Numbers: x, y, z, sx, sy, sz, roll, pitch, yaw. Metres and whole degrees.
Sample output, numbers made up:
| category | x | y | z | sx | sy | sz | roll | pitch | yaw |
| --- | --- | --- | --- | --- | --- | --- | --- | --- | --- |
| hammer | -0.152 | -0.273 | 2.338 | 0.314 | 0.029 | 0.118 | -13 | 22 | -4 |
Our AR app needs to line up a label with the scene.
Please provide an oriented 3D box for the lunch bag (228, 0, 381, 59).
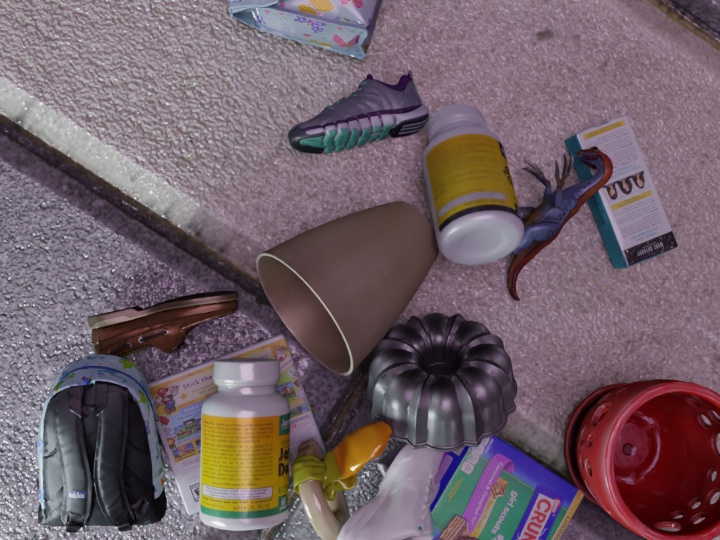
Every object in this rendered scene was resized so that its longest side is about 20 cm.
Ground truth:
| category | x | y | z | sx | sy | sz | roll | pitch | yaw |
| --- | --- | --- | --- | --- | --- | --- | --- | --- | --- |
| lunch bag | -0.066 | -0.397 | 1.088 | 0.199 | 0.127 | 0.170 | 16 | 83 | 1 |

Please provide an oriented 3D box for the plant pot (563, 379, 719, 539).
| category | x | y | z | sx | sy | sz | roll | pitch | yaw |
| --- | --- | --- | --- | --- | --- | --- | --- | --- | --- |
| plant pot | 0.379 | 0.238 | 1.076 | 0.200 | 0.182 | 0.201 | 0 | 88 | -6 |

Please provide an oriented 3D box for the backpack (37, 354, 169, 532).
| category | x | y | z | sx | sy | sz | roll | pitch | yaw |
| --- | --- | --- | --- | --- | --- | --- | --- | --- | --- |
| backpack | -0.324 | 0.205 | 1.018 | 0.163 | 0.154 | 0.200 | -2 | 123 | -3 |

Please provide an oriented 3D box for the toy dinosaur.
| category | x | y | z | sx | sy | sz | roll | pitch | yaw |
| --- | --- | --- | --- | --- | --- | --- | --- | --- | --- |
| toy dinosaur | 0.263 | -0.087 | 1.125 | 0.181 | 0.105 | 0.200 | -19 | 124 | 2 |

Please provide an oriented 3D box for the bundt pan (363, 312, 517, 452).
| category | x | y | z | sx | sy | sz | roll | pitch | yaw |
| --- | --- | --- | --- | --- | --- | --- | --- | --- | --- |
| bundt pan | 0.100 | 0.128 | 1.043 | 0.201 | 0.202 | 0.076 | -12 | 130 | -7 |

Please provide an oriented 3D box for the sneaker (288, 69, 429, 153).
| category | x | y | z | sx | sy | sz | roll | pitch | yaw |
| --- | --- | --- | --- | --- | --- | --- | --- | --- | --- |
| sneaker | -0.010 | -0.218 | 1.119 | 0.199 | 0.074 | 0.088 | -13 | 78 | -18 |

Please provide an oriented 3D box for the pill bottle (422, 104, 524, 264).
| category | x | y | z | sx | sy | sz | roll | pitch | yaw |
| --- | --- | --- | --- | --- | --- | --- | --- | --- | --- |
| pill bottle | 0.141 | -0.117 | 1.075 | 0.112 | 0.112 | 0.200 | -3 | 59 | -7 |

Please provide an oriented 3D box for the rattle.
| category | x | y | z | sx | sy | sz | roll | pitch | yaw |
| --- | --- | --- | --- | --- | --- | --- | --- | --- | --- |
| rattle | 0.004 | 0.299 | 1.048 | 0.143 | 0.130 | 0.200 | -28 | 100 | -8 |

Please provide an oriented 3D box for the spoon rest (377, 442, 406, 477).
| category | x | y | z | sx | sy | sz | roll | pitch | yaw |
| --- | --- | --- | --- | --- | --- | --- | --- | --- | --- |
| spoon rest | 0.107 | 0.227 | 1.117 | 0.200 | 0.061 | 0.100 | -27 | 92 | -20 |

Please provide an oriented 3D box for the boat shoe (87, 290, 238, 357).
| category | x | y | z | sx | sy | sz | roll | pitch | yaw |
| --- | --- | --- | --- | --- | --- | --- | --- | --- | --- |
| boat shoe | -0.252 | 0.073 | 1.075 | 0.199 | 0.072 | 0.068 | -11 | 92 | 3 |

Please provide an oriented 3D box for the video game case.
| category | x | y | z | sx | sy | sz | roll | pitch | yaw |
| --- | --- | --- | --- | --- | --- | --- | --- | --- | --- |
| video game case | -0.166 | 0.204 | 1.098 | 0.199 | 0.023 | 0.182 | -20 | 90 | -6 |

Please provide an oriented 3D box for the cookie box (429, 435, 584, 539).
| category | x | y | z | sx | sy | sz | roll | pitch | yaw |
| --- | --- | --- | --- | --- | --- | --- | --- | --- | --- |
| cookie box | 0.169 | 0.312 | 1.076 | 0.200 | 0.075 | 0.171 | 34 | 83 | -23 |

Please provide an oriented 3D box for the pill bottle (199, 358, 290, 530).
| category | x | y | z | sx | sy | sz | roll | pitch | yaw |
| --- | --- | --- | --- | --- | --- | --- | --- | --- | --- |
| pill bottle | -0.145 | 0.213 | 1.032 | 0.112 | 0.113 | 0.201 | 1 | 87 | -6 |

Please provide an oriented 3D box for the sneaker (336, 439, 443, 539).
| category | x | y | z | sx | sy | sz | roll | pitch | yaw |
| --- | --- | --- | --- | --- | --- | --- | --- | --- | --- |
| sneaker | 0.062 | 0.285 | 0.993 | 0.088 | 0.075 | 0.200 | 25 | 59 | 30 |

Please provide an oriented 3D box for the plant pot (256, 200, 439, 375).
| category | x | y | z | sx | sy | sz | roll | pitch | yaw |
| --- | --- | --- | --- | --- | --- | --- | --- | --- | --- |
| plant pot | 0.000 | 0.000 | 1.061 | 0.200 | 0.187 | 0.187 | -38 | 92 | -22 |

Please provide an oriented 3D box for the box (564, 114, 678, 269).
| category | x | y | z | sx | sy | sz | roll | pitch | yaw |
| --- | --- | --- | --- | --- | --- | --- | --- | --- | --- |
| box | 0.368 | -0.110 | 1.159 | 0.082 | 0.049 | 0.201 | -21 | 90 | -6 |
